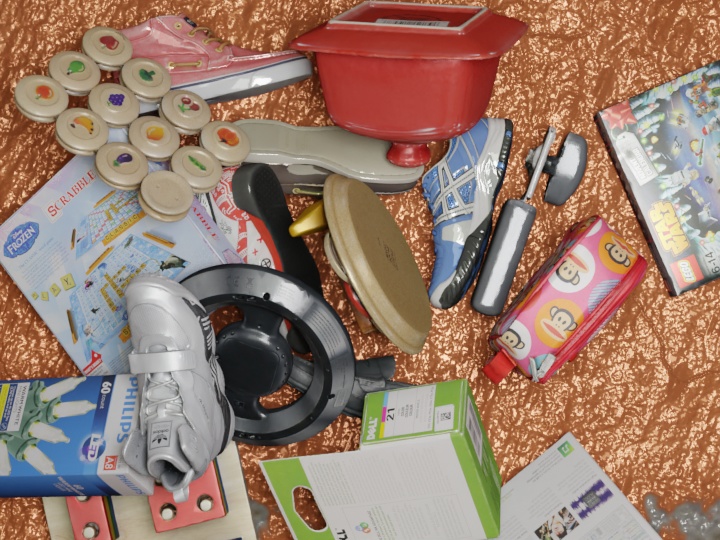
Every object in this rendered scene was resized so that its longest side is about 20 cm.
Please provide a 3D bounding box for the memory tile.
[{"bbox_3d":[-0.211,-0.140,1.353,0.200,0.017,0.153,38,48,5],"label":"memory tile"}]

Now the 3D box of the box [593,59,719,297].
[{"bbox_3d":[0.335,-0.092,1.447,0.136,0.040,0.201,-24,88,0],"label":"box"}]

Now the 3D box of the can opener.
[{"bbox_3d":[0.171,-0.046,1.439,0.066,0.053,0.201,19,89,1],"label":"can opener"}]

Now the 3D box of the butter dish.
[{"bbox_3d":[0.048,-0.171,1.381,0.199,0.199,0.149,6,109,15],"label":"butter dish"}]

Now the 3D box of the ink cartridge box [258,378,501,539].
[{"bbox_3d":[0.022,0.192,1.383,0.199,0.076,0.148,-9,127,15],"label":"ink cartridge box"}]

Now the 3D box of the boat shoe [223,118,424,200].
[{"bbox_3d":[-0.038,-0.102,1.438,0.199,0.060,0.072,7,45,-3],"label":"boat shoe"}]

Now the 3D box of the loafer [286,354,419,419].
[{"bbox_3d":[0.014,0.114,1.423,0.199,0.068,0.071,21,90,-6],"label":"loafer"}]

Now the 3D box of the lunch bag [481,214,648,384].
[{"bbox_3d":[0.181,0.038,1.361,0.082,0.200,0.176,42,91,3],"label":"lunch bag"}]

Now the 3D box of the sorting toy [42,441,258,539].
[{"bbox_3d":[-0.202,0.272,1.415,0.199,0.070,0.200,-13,87,-1],"label":"sorting toy"}]

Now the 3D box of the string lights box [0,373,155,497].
[{"bbox_3d":[-0.287,0.159,1.378,0.199,0.059,0.103,-5,59,19],"label":"string lights box"}]

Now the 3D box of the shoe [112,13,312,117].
[{"bbox_3d":[-0.151,-0.213,1.438,0.199,0.071,0.092,-12,90,3],"label":"shoe"}]

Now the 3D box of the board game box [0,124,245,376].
[{"bbox_3d":[-0.236,-0.012,1.407,0.200,0.041,0.200,-38,88,21],"label":"board game box"}]

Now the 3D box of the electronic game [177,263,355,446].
[{"bbox_3d":[-0.102,0.082,1.362,0.199,0.042,0.201,6,121,10],"label":"electronic game"}]

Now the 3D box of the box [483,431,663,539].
[{"bbox_3d":[0.207,0.273,1.385,0.144,0.036,0.200,-38,55,-1],"label":"box"}]

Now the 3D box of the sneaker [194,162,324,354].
[{"bbox_3d":[-0.111,-0.010,1.436,0.107,0.067,0.202,-3,117,34],"label":"sneaker"}]

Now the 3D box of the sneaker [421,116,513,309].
[{"bbox_3d":[0.095,-0.059,1.435,0.077,0.076,0.201,14,78,7],"label":"sneaker"}]

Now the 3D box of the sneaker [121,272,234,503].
[{"bbox_3d":[-0.172,0.108,1.301,0.075,0.115,0.201,-7,118,17],"label":"sneaker"}]

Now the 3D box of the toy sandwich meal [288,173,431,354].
[{"bbox_3d":[0.000,0.000,1.367,0.070,0.205,0.206,-26,87,17],"label":"toy sandwich meal"}]
